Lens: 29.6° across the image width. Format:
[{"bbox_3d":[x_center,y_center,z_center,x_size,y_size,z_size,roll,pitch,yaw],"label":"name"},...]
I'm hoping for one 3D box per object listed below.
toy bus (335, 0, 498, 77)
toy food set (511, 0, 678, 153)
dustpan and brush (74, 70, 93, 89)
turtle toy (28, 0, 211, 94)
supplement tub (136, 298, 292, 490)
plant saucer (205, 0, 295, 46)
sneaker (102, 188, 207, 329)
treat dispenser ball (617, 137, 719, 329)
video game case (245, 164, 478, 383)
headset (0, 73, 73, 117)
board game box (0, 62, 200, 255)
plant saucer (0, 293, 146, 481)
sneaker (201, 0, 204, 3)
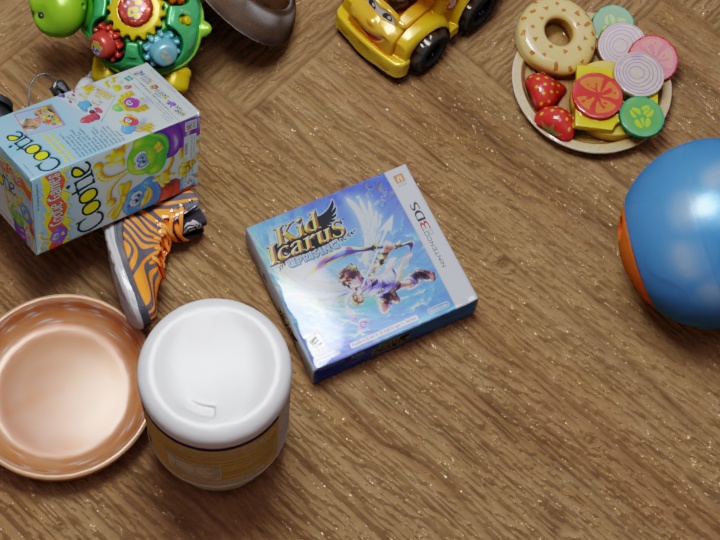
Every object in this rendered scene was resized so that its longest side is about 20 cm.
[{"bbox_3d":[0.077,-0.349,1.571,0.136,0.192,0.200,43,71,13],"label":"toy bus"},{"bbox_3d":[0.277,-0.229,1.609,0.196,0.049,0.202,6,65,-2],"label":"toy food set"},{"bbox_3d":[-0.346,-0.154,1.532,0.138,0.057,0.201,17,71,17],"label":"dustpan and brush"},{"bbox_3d":[-0.262,-0.278,1.499,0.198,0.101,0.147,6,85,2],"label":"turtle toy"},{"bbox_3d":[-0.140,0.128,1.332,0.144,0.200,0.147,2,65,-4],"label":"supplement tub"},{"bbox_3d":[-0.139,-0.350,1.567,0.032,0.200,0.201,-34,66,26],"label":"plant saucer"},{"bbox_3d":[-0.214,-0.031,1.451,0.111,0.078,0.201,-11,53,-11],"label":"sneaker"},{"bbox_3d":[0.374,-0.039,1.446,0.199,0.201,0.203,2,65,-4],"label":"treat dispenser ball"},{"bbox_3d":[0.000,0.000,1.486,0.199,0.046,0.182,-23,68,-14],"label":"video game case"},{"bbox_3d":[-0.389,-0.140,1.474,0.199,0.094,0.124,-35,63,14],"label":"headset"},{"bbox_3d":[-0.277,-0.118,1.417,0.199,0.104,0.105,-27,54,-31],"label":"board game box"},{"bbox_3d":[-0.309,0.123,1.412,0.198,0.038,0.202,1,66,-3],"label":"plant saucer"},{"bbox_3d":[-0.228,-0.324,1.597,0.079,0.079,0.201,28,68,2],"label":"sneaker"}]
